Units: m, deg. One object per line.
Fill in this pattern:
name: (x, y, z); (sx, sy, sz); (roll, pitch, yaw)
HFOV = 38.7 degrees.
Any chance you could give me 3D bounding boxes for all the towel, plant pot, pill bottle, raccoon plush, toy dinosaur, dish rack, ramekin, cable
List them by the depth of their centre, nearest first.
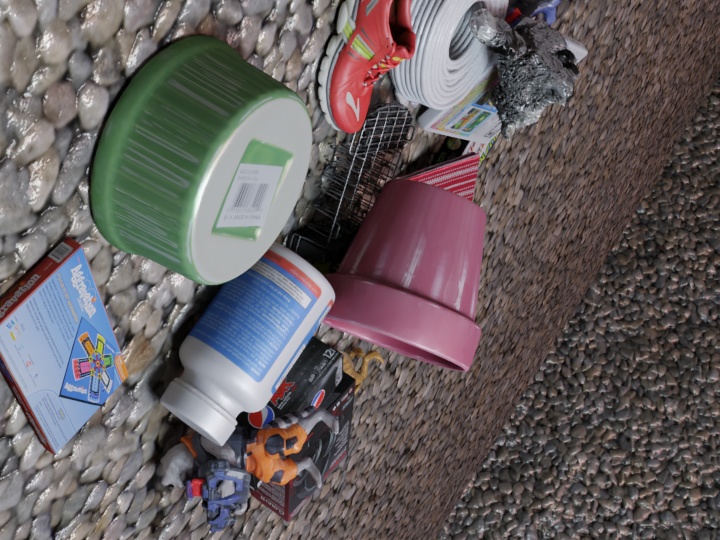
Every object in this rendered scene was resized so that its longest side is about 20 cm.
ramekin: (-0.127, -0.087, 0.879); (0.201, 0.097, 0.202); (-50, 157, -30)
pill bottle: (-0.122, 0.077, 1.086); (0.201, 0.111, 0.113); (-55, 159, -16)
plant pot: (0.061, 0.001, 1.196); (0.200, 0.197, 0.182); (37, 70, -70)
cable: (0.106, -0.291, 1.217); (0.202, 0.069, 0.200); (-57, 159, -5)
dish rack: (-0.004, -0.107, 1.225); (0.153, 0.054, 0.203); (-21, 134, -63)
raccoon plush: (0.172, -0.247, 1.262); (0.133, 0.198, 0.098); (-32, -139, 41)
towel: (0.100, -0.077, 1.491); (0.143, 0.023, 0.202); (-20, 141, -22)
toy dinosaur: (-0.017, 0.152, 1.516); (0.106, 0.060, 0.202); (-46, 155, -32)

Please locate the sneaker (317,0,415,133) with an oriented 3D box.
sneaker: (0.014, -0.227, 1.063); (0.077, 0.084, 0.203); (-33, 145, -51)

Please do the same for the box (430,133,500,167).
box: (0.162, -0.186, 1.553); (0.202, 0.034, 0.110); (-58, 160, -11)

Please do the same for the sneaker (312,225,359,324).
sneaker: (0.000, 0.000, 1.348); (0.199, 0.073, 0.083); (-32, 145, -39)

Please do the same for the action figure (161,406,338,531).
action figure: (-0.136, 0.221, 1.176); (0.190, 0.106, 0.201); (-3, 149, -21)

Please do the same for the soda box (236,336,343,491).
soda box: (-0.103, 0.177, 1.318); (0.201, 0.070, 0.064); (-50, 156, -31)

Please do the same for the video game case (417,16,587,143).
video game case: (0.194, -0.250, 1.385); (0.199, 0.024, 0.181); (-41, 158, 28)

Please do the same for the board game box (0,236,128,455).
board game box: (-0.257, 0.070, 0.880); (0.103, 0.019, 0.202); (-49, 156, -29)

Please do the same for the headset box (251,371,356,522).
headset box: (-0.082, 0.243, 1.444); (0.149, 0.076, 0.202); (-42, 151, -37)

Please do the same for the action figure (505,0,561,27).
action figure: (0.174, -0.312, 1.387); (0.198, 0.106, 0.193); (-33, 153, 7)
